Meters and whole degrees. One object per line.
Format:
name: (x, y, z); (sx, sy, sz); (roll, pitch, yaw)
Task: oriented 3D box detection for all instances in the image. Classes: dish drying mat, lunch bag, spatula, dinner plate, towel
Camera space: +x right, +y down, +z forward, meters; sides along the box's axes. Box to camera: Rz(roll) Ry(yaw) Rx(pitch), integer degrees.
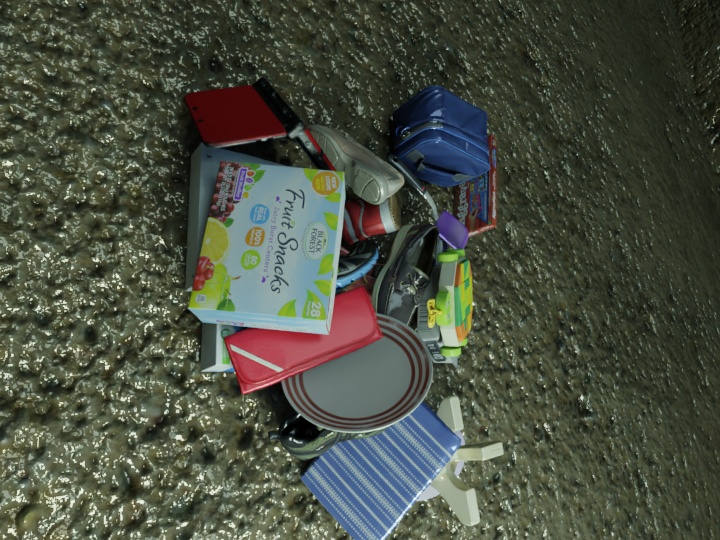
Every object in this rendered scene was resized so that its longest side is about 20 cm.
dish drying mat: (-0.069, 0.087, 0.667); (0.197, 0.018, 0.078); (-20, 80, -19)
lunch bag: (0.151, -0.244, 0.992); (0.198, 0.135, 0.135); (11, 69, -34)
spatula: (0.111, -0.115, 0.849); (0.200, 0.020, 0.057); (48, 54, -20)
dinner plate: (-0.005, 0.129, 0.674); (0.200, 0.198, 0.025); (-40, 140, -38)
towel: (0.029, 0.265, 0.729); (0.144, 0.024, 0.200); (41, 81, 14)

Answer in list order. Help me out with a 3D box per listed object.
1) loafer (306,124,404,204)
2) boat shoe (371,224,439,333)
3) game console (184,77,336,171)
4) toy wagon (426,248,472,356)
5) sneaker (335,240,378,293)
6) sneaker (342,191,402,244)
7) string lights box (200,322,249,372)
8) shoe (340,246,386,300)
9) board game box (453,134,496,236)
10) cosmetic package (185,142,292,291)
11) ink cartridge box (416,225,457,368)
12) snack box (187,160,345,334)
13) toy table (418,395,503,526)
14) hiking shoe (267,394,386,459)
loafer: (-0.013, -0.178, 0.841); (0.062, 0.073, 0.200); (-28, 57, -32)
boat shoe: (0.073, 0.011, 0.782); (0.072, 0.064, 0.202); (38, 57, -28)
game console: (-0.142, -0.191, 0.749); (0.118, 0.201, 0.173); (-37, 133, 2)
toy wagon: (0.141, 0.050, 0.795); (0.200, 0.039, 0.158); (-19, 107, -70)
sneaker: (-0.053, -0.005, 0.729); (0.198, 0.071, 0.084); (-25, 85, -33)
sneaker: (0.012, -0.110, 0.891); (0.201, 0.111, 0.072); (-77, 147, -62)
string lights box: (-0.119, 0.090, 0.730); (0.198, 0.059, 0.105); (9, 68, -36)
shoe: (0.000, 0.000, 0.830); (0.199, 0.090, 0.072); (37, 57, -23)
board game box: (0.233, -0.168, 1.054); (0.019, 0.102, 0.203); (19, 65, -30)
cosmetic package: (-0.169, -0.066, 0.745); (0.149, 0.051, 0.204); (10, 70, -37)
ink cartridge box: (0.141, 0.056, 0.922); (0.200, 0.043, 0.201); (52, 39, -59)
snack box: (-0.109, -0.031, 0.654); (0.165, 0.068, 0.203); (6, 69, 2)
toy table: (0.128, 0.297, 0.825); (0.198, 0.116, 0.187); (-14, 85, -38)
hiking shoe: (-0.022, 0.191, 0.689); (0.198, 0.101, 0.076); (-30, 64, 0)
